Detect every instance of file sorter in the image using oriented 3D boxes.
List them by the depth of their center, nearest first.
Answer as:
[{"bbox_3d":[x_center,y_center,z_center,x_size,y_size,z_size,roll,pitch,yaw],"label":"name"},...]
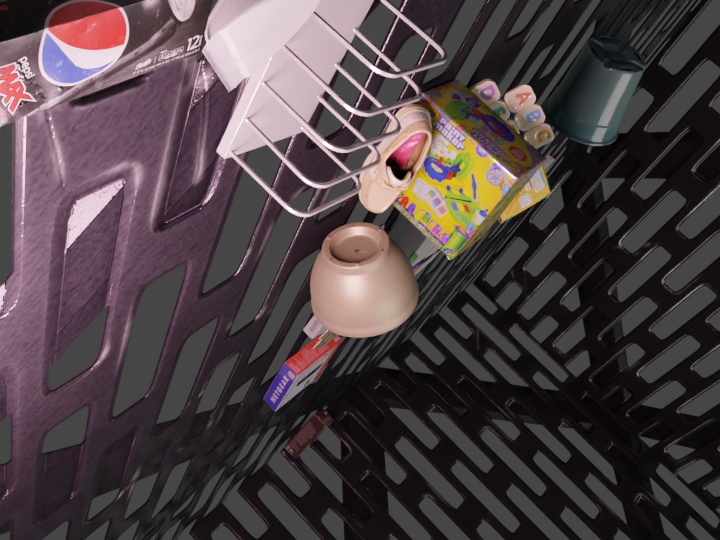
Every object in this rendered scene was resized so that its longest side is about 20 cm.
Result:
[{"bbox_3d":[-0.028,-0.171,0.801,0.139,0.125,0.200,-31,162,-49],"label":"file sorter"}]

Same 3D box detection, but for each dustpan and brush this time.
[{"bbox_3d":[-0.057,-0.246,0.646,0.200,0.057,0.140,-39,179,-1],"label":"dustpan and brush"}]

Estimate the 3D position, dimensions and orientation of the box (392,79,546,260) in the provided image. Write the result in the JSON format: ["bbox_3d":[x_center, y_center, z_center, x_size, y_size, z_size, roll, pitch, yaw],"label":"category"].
[{"bbox_3d":[0.153,-0.164,1.275,0.122,0.200,0.193,-33,164,-48],"label":"box"}]

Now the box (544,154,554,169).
[{"bbox_3d":[0.577,-0.300,2.702,0.144,0.036,0.200,-39,168,-31],"label":"box"}]

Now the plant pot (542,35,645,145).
[{"bbox_3d":[0.571,-0.438,1.879,0.200,0.200,0.196,-37,158,-38],"label":"plant pot"}]

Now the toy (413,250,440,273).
[{"bbox_3d":[0.129,0.007,2.176,0.200,0.047,0.115,-50,172,36],"label":"toy"}]

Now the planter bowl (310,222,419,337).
[{"bbox_3d":[0.000,0.000,1.396,0.200,0.200,0.135,-39,140,-28],"label":"planter bowl"}]

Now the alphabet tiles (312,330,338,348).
[{"bbox_3d":[-0.035,0.117,1.902,0.200,0.006,0.166,-46,168,7],"label":"alphabet tiles"}]

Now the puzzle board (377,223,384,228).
[{"bbox_3d":[-0.009,0.005,1.663,0.151,0.017,0.200,-39,157,-30],"label":"puzzle board"}]

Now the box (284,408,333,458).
[{"bbox_3d":[-0.208,0.664,3.192,0.200,0.075,0.100,-51,167,15],"label":"box"}]

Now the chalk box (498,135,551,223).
[{"bbox_3d":[0.275,-0.210,1.593,0.124,0.200,0.125,-30,124,-1],"label":"chalk box"}]

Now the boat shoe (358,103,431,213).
[{"bbox_3d":[0.052,-0.159,1.208,0.074,0.069,0.200,8,132,-20],"label":"boat shoe"}]

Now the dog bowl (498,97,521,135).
[{"bbox_3d":[0.228,-0.260,1.457,0.050,0.112,0.200,-30,-179,38],"label":"dog bowl"}]

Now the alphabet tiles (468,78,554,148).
[{"bbox_3d":[0.225,-0.228,1.351,0.195,0.200,0.015,-25,-149,17],"label":"alphabet tiles"}]

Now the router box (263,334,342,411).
[{"bbox_3d":[-0.151,0.258,2.041,0.179,0.049,0.200,-36,165,-40],"label":"router box"}]

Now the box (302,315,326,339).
[{"bbox_3d":[-0.037,0.074,1.841,0.144,0.036,0.200,-53,168,32],"label":"box"}]

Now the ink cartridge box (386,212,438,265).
[{"bbox_3d":[0.140,-0.091,1.776,0.146,0.084,0.200,-52,167,32],"label":"ink cartridge box"}]

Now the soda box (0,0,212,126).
[{"bbox_3d":[-0.184,-0.145,0.464,0.200,0.071,0.063,-36,164,-39],"label":"soda box"}]
